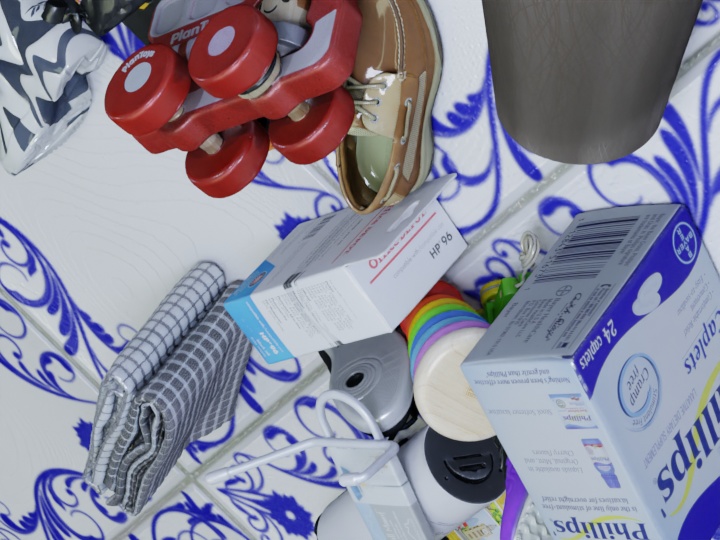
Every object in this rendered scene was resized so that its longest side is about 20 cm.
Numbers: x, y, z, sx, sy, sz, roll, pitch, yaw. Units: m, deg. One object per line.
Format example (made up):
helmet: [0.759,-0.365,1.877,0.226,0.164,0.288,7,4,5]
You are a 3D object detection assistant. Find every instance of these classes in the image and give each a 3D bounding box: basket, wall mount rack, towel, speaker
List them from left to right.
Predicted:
towel: [-0.167,0.111,1.864,0.085,0.166,0.200,29,142,7]
wall mount rack: [-0.020,0.192,1.627,0.173,0.075,0.200,-4,118,47]
speaker: [0.042,0.184,1.685,0.081,0.081,0.200,43,143,-1]
basket: [0.145,-0.175,1.330,0.180,0.136,0.200,28,145,25]

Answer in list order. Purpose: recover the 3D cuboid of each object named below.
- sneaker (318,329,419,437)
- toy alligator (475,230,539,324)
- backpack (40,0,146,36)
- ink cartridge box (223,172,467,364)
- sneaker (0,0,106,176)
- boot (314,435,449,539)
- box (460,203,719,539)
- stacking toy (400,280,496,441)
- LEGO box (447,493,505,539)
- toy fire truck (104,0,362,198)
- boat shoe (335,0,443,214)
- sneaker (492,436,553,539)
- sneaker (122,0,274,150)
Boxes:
sneaker: [0.022,0.099,1.704,0.112,0.073,0.200,57,-177,-29]
toy alligator: [0.124,0.036,1.620,0.054,0.059,0.200,3,145,-16]
backpack: [-0.198,-0.289,1.524,0.126,0.167,0.200,-33,99,32]
ink cartridge box: [0.000,0.000,1.640,0.200,0.116,0.068,-17,114,50]
sneaker: [-0.294,-0.174,1.774,0.130,0.079,0.199,47,152,8]
boot: [0.058,0.243,1.871,0.198,0.073,0.163,42,140,1]
box: [0.191,0.087,1.497,0.105,0.184,0.200,-5,123,43]
stacking toy: [0.070,0.056,1.588,0.085,0.085,0.200,56,-176,-17]
LEGO box: [0.147,0.202,1.739,0.149,0.077,0.200,-19,112,50]
toy fire truck: [-0.083,-0.160,1.500,0.200,0.168,0.112,-19,139,35]
boat shoe: [0.013,-0.125,1.538,0.075,0.074,0.201,19,134,28]
sneaker: [0.136,0.137,1.584,0.099,0.201,0.070,-7,139,45]
sneaker: [-0.121,-0.161,1.613,0.200,0.090,0.070,30,142,16]
